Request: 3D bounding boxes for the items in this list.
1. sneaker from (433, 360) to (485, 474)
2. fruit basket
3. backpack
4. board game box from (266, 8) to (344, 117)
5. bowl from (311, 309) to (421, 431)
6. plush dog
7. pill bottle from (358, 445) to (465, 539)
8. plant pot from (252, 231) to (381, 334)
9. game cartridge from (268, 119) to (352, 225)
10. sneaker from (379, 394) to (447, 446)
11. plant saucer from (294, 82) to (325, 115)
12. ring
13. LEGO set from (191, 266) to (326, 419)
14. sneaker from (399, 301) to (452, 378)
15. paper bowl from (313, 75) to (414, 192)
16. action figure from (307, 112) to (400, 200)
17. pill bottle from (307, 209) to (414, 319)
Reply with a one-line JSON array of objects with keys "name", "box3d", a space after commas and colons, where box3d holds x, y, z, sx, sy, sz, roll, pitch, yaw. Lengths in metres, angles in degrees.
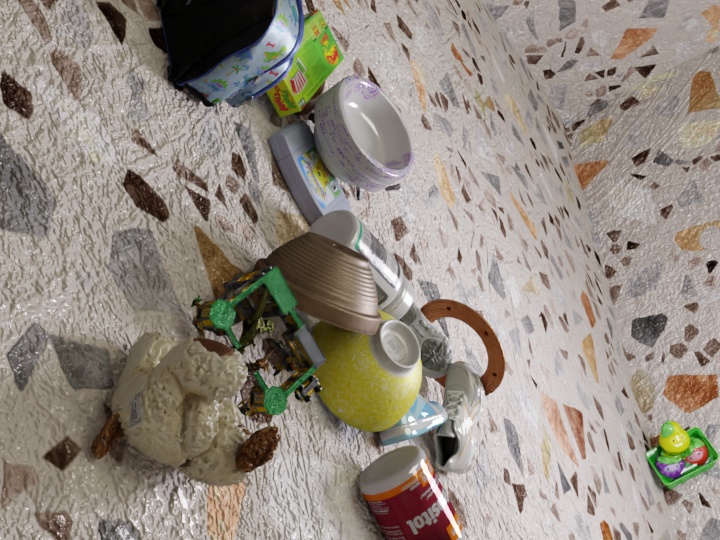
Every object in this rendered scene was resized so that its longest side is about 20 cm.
[{"name": "sneaker", "box3d": [0.170, 0.261, 1.747, 0.092, 0.075, 0.202, 12, 78, -59]}, {"name": "fruit basket", "box3d": [1.026, 0.581, 3.164, 0.215, 0.215, 0.156, 41, 16, -45]}, {"name": "backpack", "box3d": [-0.179, -0.357, 1.468, 0.147, 0.199, 0.185, 27, 44, -55]}, {"name": "board game box", "box3d": [-0.105, -0.363, 1.716, 0.102, 0.047, 0.201, 61, 37, -26]}, {"name": "bowl", "box3d": [0.028, 0.133, 1.503, 0.199, 0.108, 0.202, 24, 48, -29]}, {"name": "plush dog", "box3d": [-0.181, 0.171, 1.062, 0.172, 0.199, 0.161, 43, 65, -25]}, {"name": "pill bottle", "box3d": [0.087, 0.375, 1.477, 0.201, 0.112, 0.113, 62, 24, -10]}, {"name": "plant pot", "box3d": [-0.049, 0.007, 1.411, 0.199, 0.093, 0.201, 26, 7, -3]}, {"name": "game cartridge", "box3d": [-0.084, -0.155, 1.696, 0.201, 0.040, 0.133, 62, 28, -11]}, {"name": "sneaker", "box3d": [0.078, 0.210, 1.653, 0.200, 0.079, 0.132, -5, 75, -66]}, {"name": "plant saucer", "box3d": [-0.119, -0.381, 1.771, 0.200, 0.032, 0.202, 23, 61, -50]}, {"name": "ring", "box3d": [0.179, 0.140, 1.790, 0.019, 0.200, 0.202, -36, 102, -43]}, {"name": "LEGO set", "box3d": [-0.145, 0.093, 1.291, 0.201, 0.115, 0.154, 54, 56, -19]}, {"name": "sneaker", "box3d": [0.099, 0.106, 1.785, 0.201, 0.078, 0.099, 57, -1, -23]}, {"name": "paper bowl", "box3d": [-0.005, -0.233, 1.738, 0.200, 0.104, 0.202, 31, 45, -37]}, {"name": "action figure", "box3d": [-0.021, -0.242, 1.881, 0.198, 0.105, 0.195, 2, 57, -32]}, {"name": "pill bottle", "box3d": [0.000, 0.000, 1.633, 0.200, 0.112, 0.114, 46, 31, -40]}]
